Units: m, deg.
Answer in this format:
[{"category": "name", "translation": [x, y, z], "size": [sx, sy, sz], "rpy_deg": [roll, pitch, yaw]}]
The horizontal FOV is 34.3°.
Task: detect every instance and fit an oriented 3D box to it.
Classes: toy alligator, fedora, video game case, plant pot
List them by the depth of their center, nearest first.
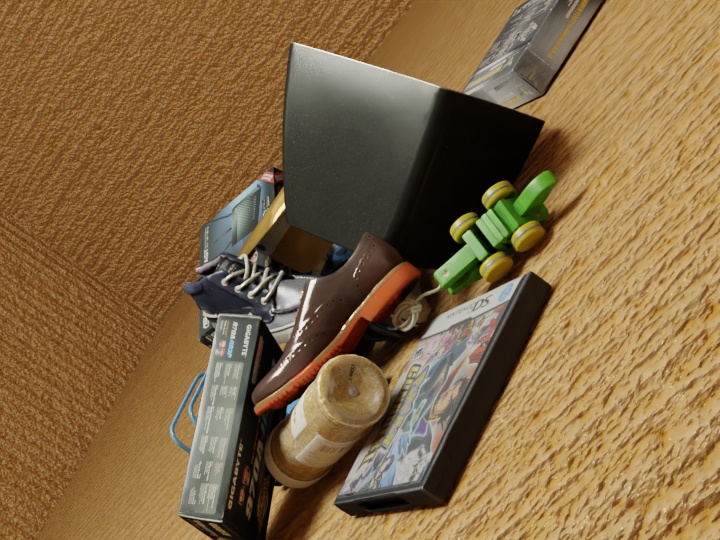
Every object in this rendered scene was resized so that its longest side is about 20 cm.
[{"category": "video game case", "translation": [0.063, 0.105, 0.956], "size": [0.200, 0.025, 0.181], "rpy_deg": [-59, 12, -24]}, {"category": "toy alligator", "translation": [0.109, -0.015, 1.045], "size": [0.200, 0.059, 0.054], "rpy_deg": [-46, -27, 22]}, {"category": "plant pot", "translation": [0.035, -0.105, 1.173], "size": [0.200, 0.199, 0.178], "rpy_deg": [3, -73, -55]}, {"category": "fedora", "translation": [-0.063, -0.057, 1.307], "size": [0.201, 0.082, 0.201], "rpy_deg": [-55, 5, 7]}]

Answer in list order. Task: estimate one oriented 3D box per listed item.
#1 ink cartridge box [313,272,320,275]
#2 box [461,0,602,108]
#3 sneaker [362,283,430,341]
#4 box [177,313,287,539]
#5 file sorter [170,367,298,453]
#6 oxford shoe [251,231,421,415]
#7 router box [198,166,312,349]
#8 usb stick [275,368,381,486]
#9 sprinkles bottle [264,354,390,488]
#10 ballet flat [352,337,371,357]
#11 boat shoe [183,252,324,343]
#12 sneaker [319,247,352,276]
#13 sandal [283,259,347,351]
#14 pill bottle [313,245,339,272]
[{"category": "ink cartridge box", "translation": [-0.079, -0.045, 1.722], "size": [0.146, 0.086, 0.200], "rpy_deg": [24, 78, 47]}, {"category": "box", "translation": [0.206, -0.272, 1.423], "size": [0.159, 0.048, 0.200], "rpy_deg": [-58, 11, -11]}, {"category": "sneaker", "translation": [0.021, 0.039, 1.206], "size": [0.079, 0.078, 0.200], "rpy_deg": [-50, 4, 8]}, {"category": "box", "translation": [-0.118, 0.163, 1.147], "size": [0.159, 0.046, 0.201], "rpy_deg": [69, -153, -64]}, {"category": "file sorter", "translation": [-0.115, 0.138, 1.366], "size": [0.200, 0.122, 0.139], "rpy_deg": [-46, 14, 36]}, {"category": "oxford shoe", "translation": [-0.036, 0.051, 1.083], "size": [0.200, 0.073, 0.071], "rpy_deg": [-45, -12, 0]}, {"category": "router box", "translation": [-0.134, -0.012, 1.465], "size": [0.150, 0.062, 0.201], "rpy_deg": [-38, 39, 30]}, {"category": "usb stick", "translation": [-0.040, 0.163, 1.207], "size": [0.200, 0.033, 0.056], "rpy_deg": [-45, 21, 40]}, {"category": "sprinkles bottle", "translation": [-0.034, 0.142, 1.071], "size": [0.068, 0.068, 0.200], "rpy_deg": [-61, 4, -31]}, {"category": "ballet flat", "translation": [-0.024, 0.083, 1.303], "size": [0.057, 0.066, 0.200], "rpy_deg": [-45, 7, 40]}, {"category": "boat shoe", "translation": [-0.104, 0.023, 1.213], "size": [0.200, 0.093, 0.075], "rpy_deg": [-16, 31, 43]}, {"category": "sneaker", "translation": [0.000, 0.000, 1.443], "size": [0.200, 0.066, 0.079], "rpy_deg": [-47, 16, 36]}, {"category": "sandal", "translation": [-0.048, 0.072, 1.441], "size": [0.200, 0.054, 0.082], "rpy_deg": [-58, -2, 30]}, {"category": "pill bottle", "translation": [-0.046, -0.054, 1.556], "size": [0.199, 0.111, 0.111], "rpy_deg": [-4, 45, 38]}]
